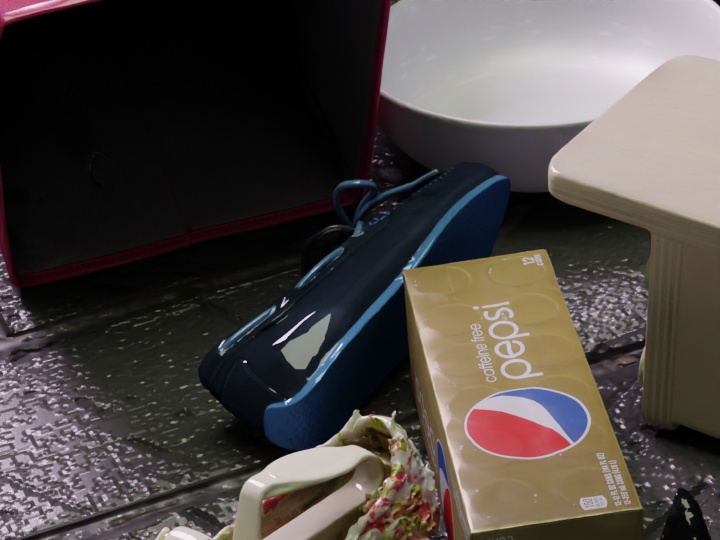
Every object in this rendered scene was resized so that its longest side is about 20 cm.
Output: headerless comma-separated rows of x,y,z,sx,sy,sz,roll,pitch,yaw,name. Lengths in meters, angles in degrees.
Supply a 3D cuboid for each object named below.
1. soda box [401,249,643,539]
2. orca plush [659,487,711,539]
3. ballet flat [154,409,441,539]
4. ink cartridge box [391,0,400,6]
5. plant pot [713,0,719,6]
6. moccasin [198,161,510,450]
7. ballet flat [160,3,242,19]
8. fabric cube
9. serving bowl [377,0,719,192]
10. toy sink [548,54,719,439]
0.063,0.069,0.936,0.067,0.065,0.200,-7,29,-3,soda box
0.203,0.105,0.841,0.199,0.072,0.105,16,36,33,orca plush
-0.047,0.114,0.877,0.075,0.064,0.200,17,37,37,ballet flat
-0.004,-0.236,1.301,0.047,0.202,0.146,-2,-10,9,ink cartridge box
0.177,-0.205,1.328,0.199,0.201,0.094,8,74,23,plant pot
0.000,0.000,1.048,0.068,0.081,0.200,23,38,23,moccasin
-0.154,-0.112,1.302,0.198,0.070,0.070,2,30,14,ballet flat
-0.113,-0.146,1.146,0.198,0.197,0.200,-15,56,-16,fabric cube
0.098,-0.093,1.213,0.198,0.066,0.201,-5,29,3,serving bowl
0.190,0.005,0.981,0.199,0.113,0.130,19,37,29,toy sink
